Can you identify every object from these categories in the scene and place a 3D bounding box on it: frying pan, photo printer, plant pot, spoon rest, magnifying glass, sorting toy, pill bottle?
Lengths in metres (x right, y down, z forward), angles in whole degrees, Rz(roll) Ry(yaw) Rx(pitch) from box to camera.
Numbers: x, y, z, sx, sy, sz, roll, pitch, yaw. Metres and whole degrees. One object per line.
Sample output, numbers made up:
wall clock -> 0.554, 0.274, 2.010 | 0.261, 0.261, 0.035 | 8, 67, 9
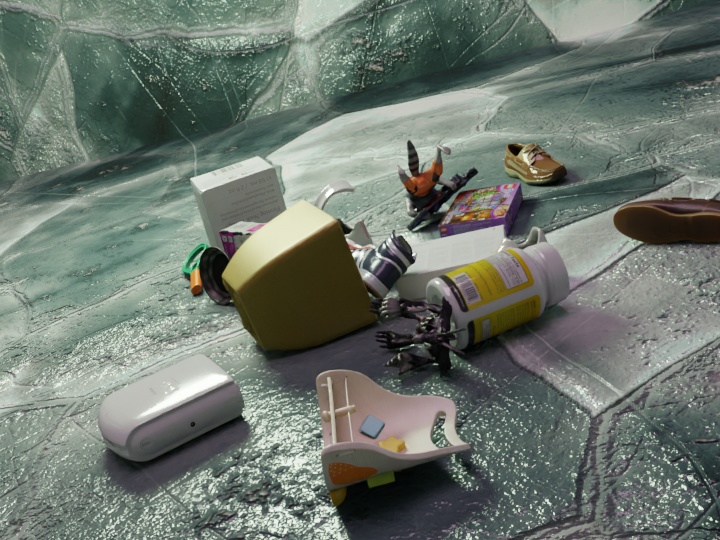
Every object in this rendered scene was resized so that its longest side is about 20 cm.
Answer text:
frying pan -> -0.249, 0.012, 1.872 | 0.188, 0.117, 0.031 | 6, 17, 43
photo printer -> -0.293, 0.207, 1.455 | 0.198, 0.070, 0.166 | -24, 22, -22
plant pot -> -0.119, 0.024, 1.647 | 0.198, 0.196, 0.195 | -28, 23, -12
spoon rest -> -0.076, -0.082, 1.892 | 0.060, 0.202, 0.099 | 5, 26, -37
magnifying glass -> -0.353, -0.001, 2.082 | 0.080, 0.022, 0.200 | -43, 22, 10
sorting toy -> 0.040, 0.204, 1.195 | 0.177, 0.108, 0.200 | -8, 20, -1
pill bottle -> 0.210, 0.035, 1.470 | 0.198, 0.116, 0.114 | -20, 21, -14

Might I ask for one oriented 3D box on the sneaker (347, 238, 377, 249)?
sneaker -> 0.000, 0.000, 1.812 | 0.082, 0.077, 0.199 | -49, 28, -14

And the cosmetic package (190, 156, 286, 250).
cosmetic package -> -0.248, -0.115, 2.067 | 0.165, 0.203, 0.166 | -21, 20, -13

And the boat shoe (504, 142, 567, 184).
boat shoe -> 0.372, -0.238, 2.116 | 0.075, 0.075, 0.200 | -23, 21, -20

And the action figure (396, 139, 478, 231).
action figure -> 0.147, -0.190, 2.011 | 0.199, 0.194, 0.105 | -38, 64, -18

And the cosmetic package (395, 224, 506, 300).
cosmetic package -> 0.165, -0.014, 1.720 | 0.197, 0.052, 0.151 | -12, 23, 12

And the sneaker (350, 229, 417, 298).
sneaker -> 0.028, -0.022, 1.691 | 0.109, 0.070, 0.200 | -48, 26, -3

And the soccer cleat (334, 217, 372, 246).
soccer cleat -> -0.064, -0.064, 1.969 | 0.198, 0.086, 0.069 | -1, 25, 34

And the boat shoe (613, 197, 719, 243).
boat shoe -> 0.528, -0.087, 1.620 | 0.198, 0.071, 0.070 | 8, 36, 31

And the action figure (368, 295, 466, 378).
action figure -> 0.075, 0.094, 1.424 | 0.101, 0.121, 0.199 | -6, 6, -23

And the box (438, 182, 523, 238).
box -> 0.245, -0.119, 1.950 | 0.135, 0.040, 0.200 | -7, 22, 21

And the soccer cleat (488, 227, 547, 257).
soccer cleat -> 0.227, -0.005, 1.578 | 0.198, 0.086, 0.068 | -23, 21, -19

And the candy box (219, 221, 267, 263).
candy box -> -0.175, -0.017, 1.853 | 0.198, 0.138, 0.061 | 5, 26, 45
